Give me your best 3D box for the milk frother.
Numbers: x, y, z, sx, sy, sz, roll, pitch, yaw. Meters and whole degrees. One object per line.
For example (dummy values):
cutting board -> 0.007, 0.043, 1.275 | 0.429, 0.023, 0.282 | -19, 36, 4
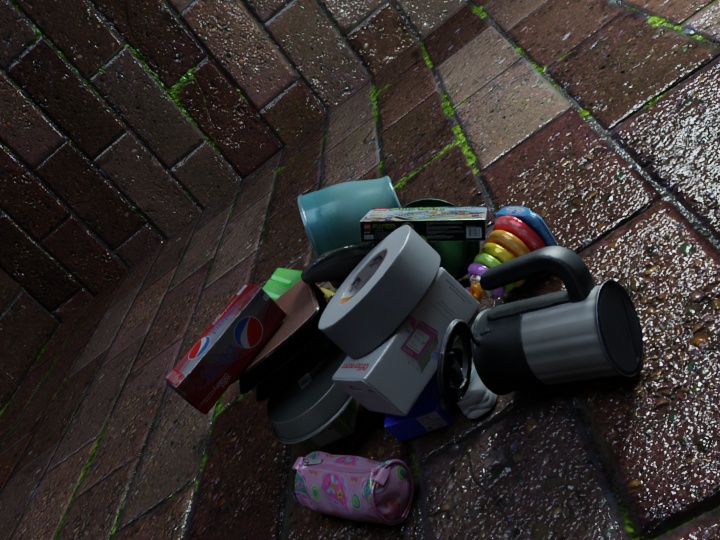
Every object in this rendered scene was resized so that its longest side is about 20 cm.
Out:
milk frother -> 0.211, 0.094, 0.861 | 0.187, 0.181, 0.201 | -19, 28, 43

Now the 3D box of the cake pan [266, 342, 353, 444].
cake pan -> -0.077, 0.189, 1.150 | 0.199, 0.037, 0.201 | -34, 24, 17

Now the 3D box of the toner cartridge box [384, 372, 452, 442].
toner cartridge box -> 0.093, 0.159, 1.089 | 0.094, 0.043, 0.202 | -24, 34, 27

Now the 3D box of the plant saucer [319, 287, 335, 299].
plant saucer -> -0.098, 0.103, 1.333 | 0.199, 0.200, 0.049 | -38, 67, 10

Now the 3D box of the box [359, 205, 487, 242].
box -> 0.105, -0.076, 1.144 | 0.196, 0.035, 0.110 | 0, 16, 11

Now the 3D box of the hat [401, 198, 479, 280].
hat -> 0.119, 0.007, 1.195 | 0.163, 0.202, 0.177 | -18, 26, 23

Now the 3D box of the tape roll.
tape roll -> 0.026, 0.030, 1.038 | 0.200, 0.066, 0.201 | -46, 10, 11

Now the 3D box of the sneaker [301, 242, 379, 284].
sneaker -> 0.000, 0.000, 1.164 | 0.197, 0.092, 0.076 | -14, -1, -17

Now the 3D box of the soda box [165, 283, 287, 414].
soda box -> -0.208, 0.118, 1.096 | 0.201, 0.070, 0.063 | -51, 29, -19

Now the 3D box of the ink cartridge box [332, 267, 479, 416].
ink cartridge box -> 0.063, 0.106, 1.030 | 0.201, 0.085, 0.144 | -52, 11, -18

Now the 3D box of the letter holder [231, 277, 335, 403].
letter holder -> -0.125, 0.128, 1.159 | 0.199, 0.101, 0.142 | -39, 25, 6

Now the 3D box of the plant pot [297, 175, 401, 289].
plant pot -> -0.002, -0.092, 1.413 | 0.185, 0.202, 0.201 | -22, 25, 6

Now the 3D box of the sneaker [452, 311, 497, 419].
sneaker -> 0.163, 0.117, 1.034 | 0.070, 0.080, 0.201 | -30, 24, 28

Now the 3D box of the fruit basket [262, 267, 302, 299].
fruit basket -> -0.132, 0.107, 1.501 | 0.211, 0.157, 0.218 | 0, 53, 0

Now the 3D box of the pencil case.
pencil case -> -0.015, 0.300, 0.987 | 0.198, 0.088, 0.088 | -10, 37, 50

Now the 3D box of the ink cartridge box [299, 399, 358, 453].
ink cartridge box -> -0.024, 0.199, 1.194 | 0.198, 0.076, 0.149 | -29, 25, 24

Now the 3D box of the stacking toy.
stacking toy -> 0.211, 0.003, 1.107 | 0.200, 0.110, 0.116 | -44, 23, -14
